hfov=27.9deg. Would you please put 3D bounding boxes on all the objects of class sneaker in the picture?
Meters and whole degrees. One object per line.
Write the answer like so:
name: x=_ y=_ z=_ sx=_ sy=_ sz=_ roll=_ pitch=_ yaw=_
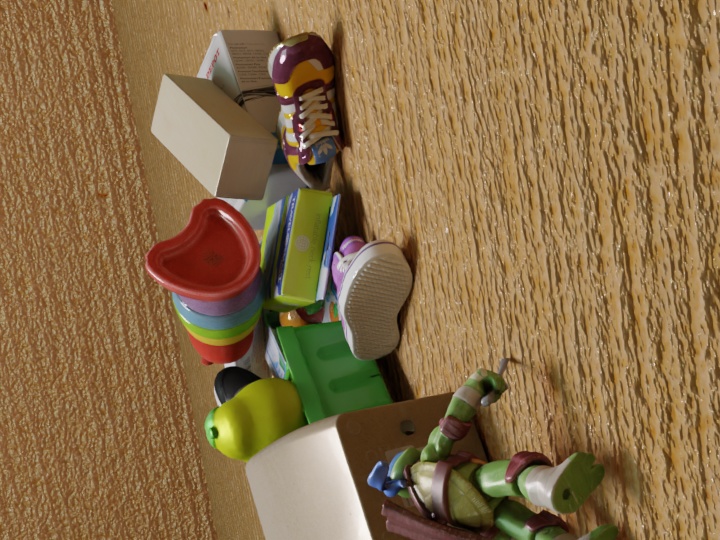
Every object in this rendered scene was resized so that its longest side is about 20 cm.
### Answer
sneaker: x=-0.001 y=0.000 z=1.490 sx=0.201 sy=0.072 sz=0.115 roll=101 pitch=155 yaw=-60
sneaker: x=-0.050 y=-0.167 z=1.543 sx=0.201 sy=0.074 sz=0.091 roll=86 pitch=160 yaw=-60
sneaker: x=-0.098 y=0.165 z=1.706 sx=0.200 sy=0.075 sz=0.088 roll=42 pitch=144 yaw=29

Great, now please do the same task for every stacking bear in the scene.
stacking bear: x=-0.162 y=0.035 z=1.644 sx=0.113 sy=0.121 sz=0.201 roll=35 pitch=153 yaw=19

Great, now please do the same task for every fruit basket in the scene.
fruit basket: x=-0.060 y=0.167 z=1.569 sx=0.156 sy=0.214 sz=0.217 roll=68 pitch=179 yaw=-54
fruit basket: x=-0.064 y=0.054 z=1.752 sx=0.186 sy=0.093 sz=0.202 roll=-120 pitch=24 yaw=-50

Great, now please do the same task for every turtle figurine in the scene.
turtle figurine: x=0.126 y=0.153 z=1.116 sx=0.193 sy=0.199 sz=0.146 roll=15 pitch=96 yaw=52

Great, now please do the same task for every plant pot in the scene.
plant pot: x=0.030 y=0.219 z=1.355 sx=0.177 sy=0.198 sz=0.201 roll=-56 pitch=47 yaw=55

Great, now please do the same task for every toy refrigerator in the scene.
toy refrigerator: x=-0.169 y=-0.156 z=1.679 sx=0.200 sy=0.069 sz=0.077 roll=42 pitch=122 yaw=50

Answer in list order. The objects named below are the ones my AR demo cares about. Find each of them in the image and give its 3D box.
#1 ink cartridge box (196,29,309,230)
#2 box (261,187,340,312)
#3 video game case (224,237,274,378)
ink cartridge box: x=-0.132 y=-0.171 z=1.762 sx=0.146 sy=0.084 sz=0.202 roll=-54 pitch=48 yaw=52
box: x=-0.075 y=-0.021 z=1.635 sx=0.200 sy=0.047 sz=0.123 roll=160 pitch=119 yaw=-74
video game case: x=-0.118 y=0.048 z=1.837 sx=0.023 sy=0.182 sz=0.202 roll=18 pitch=133 yaw=25
